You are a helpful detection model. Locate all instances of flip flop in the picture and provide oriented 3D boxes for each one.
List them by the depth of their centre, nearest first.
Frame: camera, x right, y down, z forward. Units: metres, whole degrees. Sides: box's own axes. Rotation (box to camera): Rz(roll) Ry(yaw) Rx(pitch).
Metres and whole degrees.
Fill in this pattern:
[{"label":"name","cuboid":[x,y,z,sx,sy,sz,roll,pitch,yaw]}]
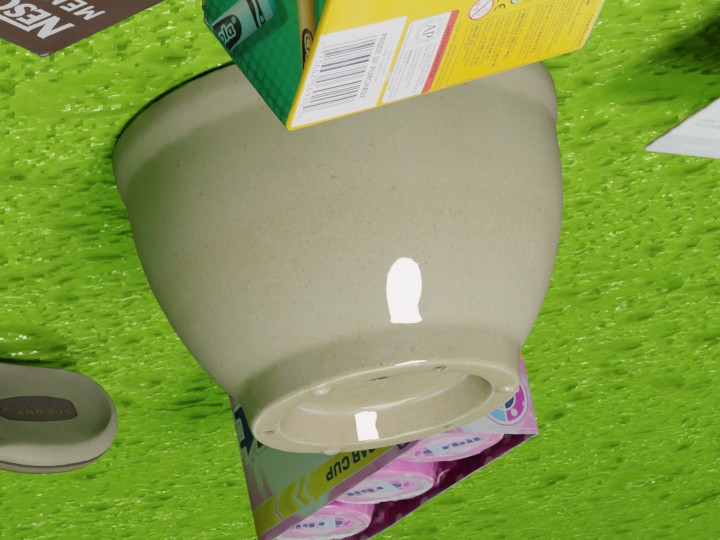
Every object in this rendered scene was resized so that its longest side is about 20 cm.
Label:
[{"label":"flip flop","cuboid":[-0.205,0.066,1.365,0.199,0.081,0.058,2,140,-35]}]

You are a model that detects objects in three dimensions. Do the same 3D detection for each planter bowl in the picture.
[{"label":"planter bowl","cuboid":[0.000,0.000,1.190,0.199,0.135,0.200,-10,161,-3]}]

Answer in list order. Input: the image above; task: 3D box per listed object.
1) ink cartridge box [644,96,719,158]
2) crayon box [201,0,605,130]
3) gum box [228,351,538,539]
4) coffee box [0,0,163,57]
[{"label":"ink cartridge box","cuboid":[0.245,-0.098,1.184,0.199,0.044,0.173,4,157,-36]},{"label":"crayon box","cuboid":[0.035,-0.140,0.796,0.118,0.058,0.200,-17,146,-31]},{"label":"gum box","cuboid":[0.003,0.062,1.395,0.066,0.114,0.200,1,158,-30]},{"label":"coffee box","cuboid":[-0.116,-0.143,0.806,0.114,0.080,0.200,-21,159,25]}]
